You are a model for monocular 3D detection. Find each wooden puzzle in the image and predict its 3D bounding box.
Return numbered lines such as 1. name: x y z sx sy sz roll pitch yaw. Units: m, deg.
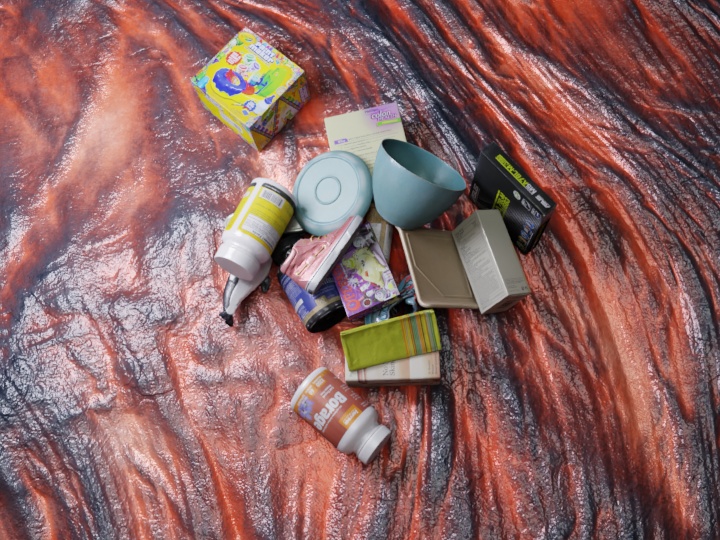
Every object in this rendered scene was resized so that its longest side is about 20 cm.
1. wooden puzzle: 0.164 -0.004 1.678 0.037 0.184 0.202 -38 60 40

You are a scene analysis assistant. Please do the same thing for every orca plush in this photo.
1. orca plush: -0.265 0.029 1.756 0.105 0.071 0.202 25 75 -34

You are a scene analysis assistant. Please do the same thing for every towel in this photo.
1. towel: 0.063 0.143 1.589 0.198 0.018 0.087 -14 96 0

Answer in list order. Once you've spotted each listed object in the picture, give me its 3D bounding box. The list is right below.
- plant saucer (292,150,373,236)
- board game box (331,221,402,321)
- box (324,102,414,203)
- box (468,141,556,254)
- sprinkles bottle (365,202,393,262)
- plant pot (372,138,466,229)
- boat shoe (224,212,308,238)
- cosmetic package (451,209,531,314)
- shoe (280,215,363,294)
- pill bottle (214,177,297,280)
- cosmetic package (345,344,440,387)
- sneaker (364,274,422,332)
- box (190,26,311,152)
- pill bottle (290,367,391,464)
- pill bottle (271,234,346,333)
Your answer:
1. plant saucer: -0.068 -0.173 1.720 0.198 0.027 0.203 -6 75 22
2. board game box: 0.000 0.000 1.659 0.119 0.032 0.201 -26 56 5
3. box: 0.023 -0.260 1.797 0.174 0.097 0.202 -13 71 1
4. box: 0.321 -0.151 1.678 0.047 0.200 0.193 -38 73 -15
5. sprinkles bottle: 0.035 -0.048 1.739 0.067 0.068 0.202 5 71 7
6. plant pot: 0.103 -0.167 1.639 0.199 0.200 0.136 36 116 15
7. boat shoe: -0.209 -0.102 1.783 0.198 0.062 0.076 -7 68 0
8. cosmetic package: 0.279 -0.019 1.680 0.072 0.103 0.202 -4 67 -32
9. shoe: -0.080 -0.053 1.639 0.091 0.072 0.201 33 74 7
10. pill bottle: -0.227 -0.088 1.681 0.113 0.115 0.201 22 70 12
11. cosmetic package: 0.067 0.188 1.645 0.197 0.087 0.105 -4 73 4
12. sneaker: 0.106 0.073 1.657 0.200 0.095 0.080 -40 110 -23
13. box: -0.259 -0.433 1.868 0.199 0.122 0.193 38 77 16
14. pill bottle: -0.038 0.301 1.604 0.199 0.112 0.112 37 78 16
15. pill bottle: -0.114 0.027 1.704 0.111 0.112 0.201 -31 72 -6
